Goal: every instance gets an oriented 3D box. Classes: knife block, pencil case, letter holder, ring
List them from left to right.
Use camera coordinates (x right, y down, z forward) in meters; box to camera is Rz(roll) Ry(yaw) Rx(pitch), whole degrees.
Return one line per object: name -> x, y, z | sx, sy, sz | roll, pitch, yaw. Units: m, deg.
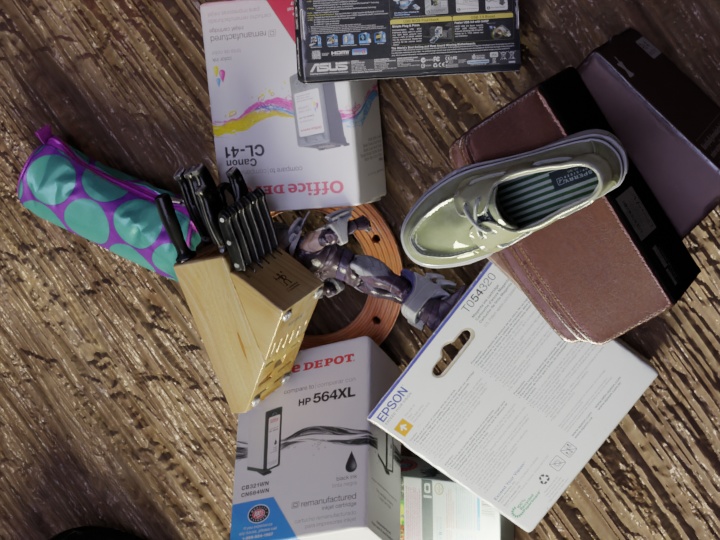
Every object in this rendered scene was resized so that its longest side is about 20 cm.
pencil case -> -0.241, -0.065, 1.709 | 0.199, 0.085, 0.093 | 24, 128, 12
knife block -> -0.128, 0.008, 1.587 | 0.175, 0.064, 0.200 | 37, 133, 18
ring -> -0.050, 0.001, 1.695 | 0.200, 0.019, 0.201 | 6, 108, 19
letter holder -> 0.154, -0.038, 1.383 | 0.142, 0.101, 0.200 | -31, 91, 27

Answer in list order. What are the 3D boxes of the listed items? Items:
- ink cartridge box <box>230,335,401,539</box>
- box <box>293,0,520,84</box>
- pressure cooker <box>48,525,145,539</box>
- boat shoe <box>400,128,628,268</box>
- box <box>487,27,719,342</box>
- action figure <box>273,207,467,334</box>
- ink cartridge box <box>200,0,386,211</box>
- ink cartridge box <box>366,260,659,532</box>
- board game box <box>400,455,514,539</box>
ink cartridge box -> -0.041, 0.178, 1.644 | 0.145, 0.084, 0.201 | -13, 57, 22
box -> 0.039, -0.251, 1.519 | 0.199, 0.049, 0.162 | -5, 101, -8
pressure cooker -> -0.288, 0.393, 1.807 | 0.175, 0.179, 0.201 | 26, 112, 8
boat shoe -> 0.108, -0.053, 1.307 | 0.200, 0.062, 0.072 | -26, 94, 30
box -> 0.212, -0.077, 1.495 | 0.164, 0.166, 0.200 | 45, 115, 4
action figure -> 0.000, 0.000, 1.607 | 0.199, 0.130, 0.070 | 24, 70, 6
ink cartridge box -> -0.062, -0.158, 1.608 | 0.147, 0.086, 0.201 | -3, 96, 20
ink cartridge box -> 0.139, 0.111, 1.587 | 0.200, 0.043, 0.197 | 36, 99, -13
board game box -> 0.050, 0.262, 1.709 | 0.199, 0.064, 0.148 | 4, 106, 17
